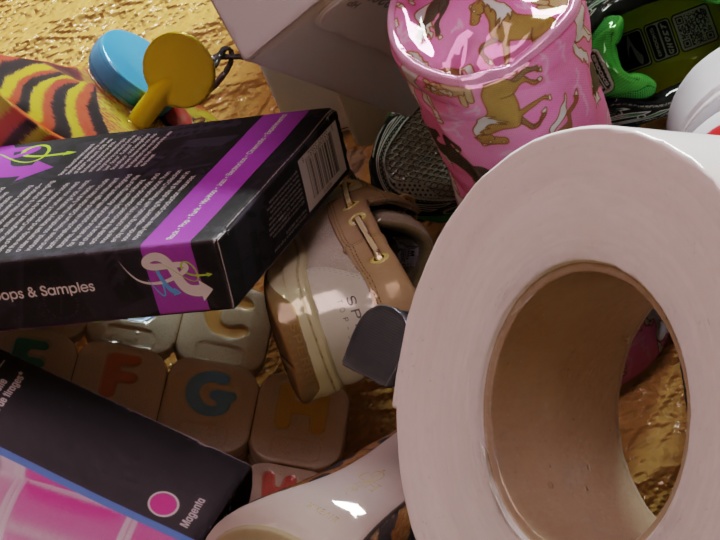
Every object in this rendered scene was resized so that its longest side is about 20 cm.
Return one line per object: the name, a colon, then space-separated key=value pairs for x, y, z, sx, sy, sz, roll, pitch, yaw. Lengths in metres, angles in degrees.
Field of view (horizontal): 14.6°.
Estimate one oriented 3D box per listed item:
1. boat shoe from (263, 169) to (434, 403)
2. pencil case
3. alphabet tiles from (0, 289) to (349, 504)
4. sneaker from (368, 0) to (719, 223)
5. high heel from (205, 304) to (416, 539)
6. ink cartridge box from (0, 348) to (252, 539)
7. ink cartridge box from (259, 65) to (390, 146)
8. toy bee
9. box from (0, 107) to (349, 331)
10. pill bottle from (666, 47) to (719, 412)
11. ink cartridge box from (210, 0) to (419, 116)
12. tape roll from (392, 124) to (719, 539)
boat shoe: x=0.000 y=0.000 z=1.189 sx=0.066 sy=0.074 sz=0.200 roll=-15 pitch=21 yaw=5
pencil case: x=0.072 y=-0.040 z=1.131 sx=0.083 sy=0.200 sz=0.086 roll=-38 pitch=47 yaw=-15
alphabet tiles: x=-0.107 y=0.071 z=1.177 sx=0.199 sy=0.015 sz=0.196 roll=10 pitch=48 yaw=1
sneaker: x=0.090 y=-0.085 z=1.237 sx=0.200 sy=0.078 sz=0.085 roll=-29 pitch=-5 yaw=12
high heel: x=0.013 y=0.113 z=1.121 sx=0.071 sy=0.142 sz=0.200 roll=38 pitch=103 yaw=39
ink cartridge box: x=-0.152 y=0.080 z=1.133 sx=0.199 sy=0.037 sz=0.095 roll=22 pitch=51 yaw=13
ink cartridge box: x=0.006 y=-0.168 z=1.369 sx=0.125 sy=0.129 sz=0.200 roll=-15 pitch=41 yaw=12
toy bee: x=-0.094 y=-0.060 z=1.311 sx=0.200 sy=0.131 sz=0.109 roll=-23 pitch=65 yaw=-37
box: x=-0.120 y=-0.018 z=1.164 sx=0.199 sy=0.036 sz=0.143 roll=-4 pitch=23 yaw=22
pill bottle: x=0.176 y=0.001 z=1.100 sx=0.113 sy=0.114 sz=0.200 roll=-16 pitch=40 yaw=11
ink cartridge box: x=-0.003 y=-0.193 z=1.177 sx=0.144 sy=0.147 sz=0.200 roll=-37 pitch=69 yaw=21
tape roll: x=0.101 y=0.050 z=0.989 sx=0.071 sy=0.203 sz=0.202 roll=2 pitch=21 yaw=-39
